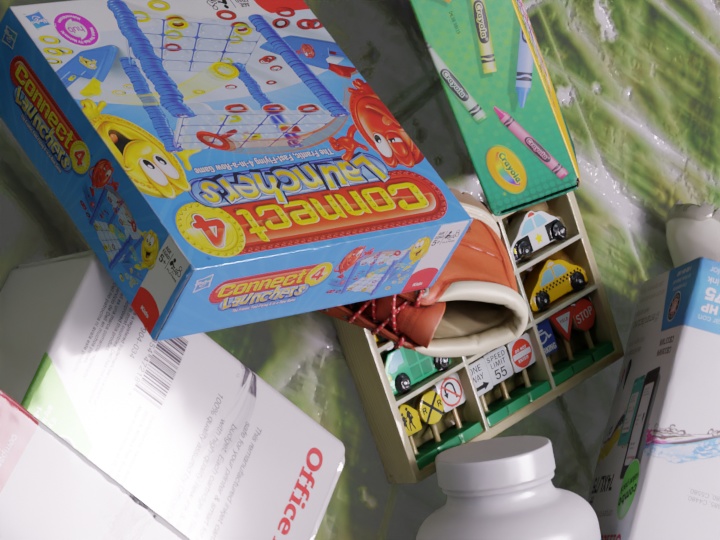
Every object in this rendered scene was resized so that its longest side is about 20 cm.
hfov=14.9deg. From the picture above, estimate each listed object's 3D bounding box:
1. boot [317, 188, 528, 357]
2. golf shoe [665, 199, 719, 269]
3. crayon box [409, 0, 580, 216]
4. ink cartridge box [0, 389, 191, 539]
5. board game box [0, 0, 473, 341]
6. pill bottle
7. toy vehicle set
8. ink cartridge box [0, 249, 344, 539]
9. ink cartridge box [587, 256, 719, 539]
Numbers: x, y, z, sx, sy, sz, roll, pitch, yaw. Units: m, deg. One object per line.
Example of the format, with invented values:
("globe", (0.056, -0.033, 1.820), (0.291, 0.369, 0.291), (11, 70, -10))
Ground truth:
("boot", (0.000, 0.000, 1.552), (0.200, 0.107, 0.075), (2, 128, -23))
("golf shoe", (0.244, 0.051, 1.806), (0.097, 0.078, 0.200), (-41, 111, -29))
("crayon box", (0.070, -0.144, 1.642), (0.119, 0.058, 0.200), (-82, 151, -75))
("ink cartridge box", (-0.170, 0.137, 1.306), (0.200, 0.144, 0.084), (41, 61, -28))
("board game box", (-0.073, -0.065, 1.481), (0.200, 0.056, 0.196), (-11, 54, -41))
("pill bottle", (0.094, 0.202, 1.626), (0.111, 0.111, 0.200), (-16, 100, -41))
("toy vehicle set", (0.073, 0.034, 1.688), (0.200, 0.027, 0.124), (-29, 104, -39))
("ink cartridge box", (-0.121, 0.106, 1.471), (0.200, 0.084, 0.146), (40, 58, -31))
("ink cartridge box", (0.234, 0.113, 1.693), (0.146, 0.147, 0.200), (16, 81, -6))
